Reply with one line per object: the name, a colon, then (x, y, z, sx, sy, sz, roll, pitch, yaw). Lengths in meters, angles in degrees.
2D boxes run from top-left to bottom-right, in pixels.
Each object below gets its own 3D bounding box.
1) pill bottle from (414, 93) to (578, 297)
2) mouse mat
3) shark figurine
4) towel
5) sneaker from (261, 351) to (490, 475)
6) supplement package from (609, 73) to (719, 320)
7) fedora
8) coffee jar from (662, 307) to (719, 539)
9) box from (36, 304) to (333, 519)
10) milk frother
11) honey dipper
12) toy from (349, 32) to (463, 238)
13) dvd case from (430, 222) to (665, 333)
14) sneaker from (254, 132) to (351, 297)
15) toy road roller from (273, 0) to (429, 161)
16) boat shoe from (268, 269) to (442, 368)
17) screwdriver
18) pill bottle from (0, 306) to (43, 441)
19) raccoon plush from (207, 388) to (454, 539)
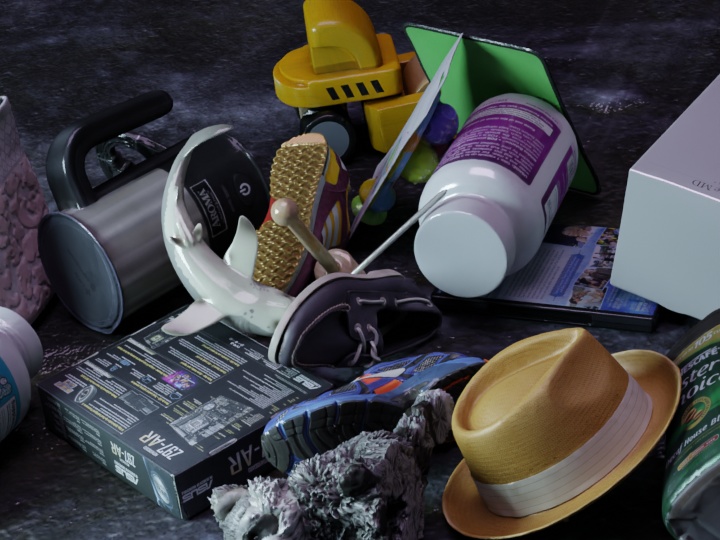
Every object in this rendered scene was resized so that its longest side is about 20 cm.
pill bottle: (0.114, -0.062, 1.709, 0.111, 0.113, 0.200, 4, 31, 20)
mouse mat: (0.131, -0.147, 1.818, 0.160, 0.200, 0.008, 18, 63, 37)
shark figurine: (-0.130, -0.014, 1.661, 0.127, 0.090, 0.216, -25, 74, -11)
towel: (-0.323, -0.027, 1.717, 0.032, 0.192, 0.200, -5, 28, 22)
sneaker: (0.012, 0.111, 1.528, 0.199, 0.076, 0.078, -13, 20, -25)
supplement package: (0.311, -0.061, 1.666, 0.121, 0.121, 0.200, 22, 39, 22)
fedora: (0.130, 0.103, 1.422, 0.200, 0.082, 0.201, -30, 22, 13)
coffee jar: (0.265, 0.112, 1.413, 0.104, 0.085, 0.200, -46, 15, 27)
box: (-0.139, 0.108, 1.585, 0.160, 0.044, 0.199, -29, 35, -31)
milk frother: (-0.217, -0.048, 1.811, 0.188, 0.181, 0.200, -31, -5, -35)
honey dipper: (-0.038, -0.020, 1.649, 0.038, 0.200, 0.038, -6, 69, 15)
toy: (0.051, -0.107, 1.784, 0.047, 0.200, 0.116, 29, 48, -8)
dvd case: (0.175, 0.002, 1.716, 0.198, 0.018, 0.143, 6, 33, 22)
sneaker: (-0.049, -0.021, 1.764, 0.074, 0.090, 0.201, -2, 55, 33)
toy road roller: (0.012, -0.202, 1.980, 0.198, 0.147, 0.123, -9, 30, -2)
boat shoe: (0.000, 0.044, 1.599, 0.062, 0.073, 0.200, 30, 24, 24)
screwdriver: (0.000, 0.000, 1.647, 0.200, 0.028, 0.029, -39, 28, 22)
pill bottle: (-0.336, 0.108, 1.567, 0.110, 0.112, 0.200, 8, 34, 27)
raccoon plush: (-0.019, 0.161, 1.441, 0.133, 0.098, 0.200, -4, 15, 25)
